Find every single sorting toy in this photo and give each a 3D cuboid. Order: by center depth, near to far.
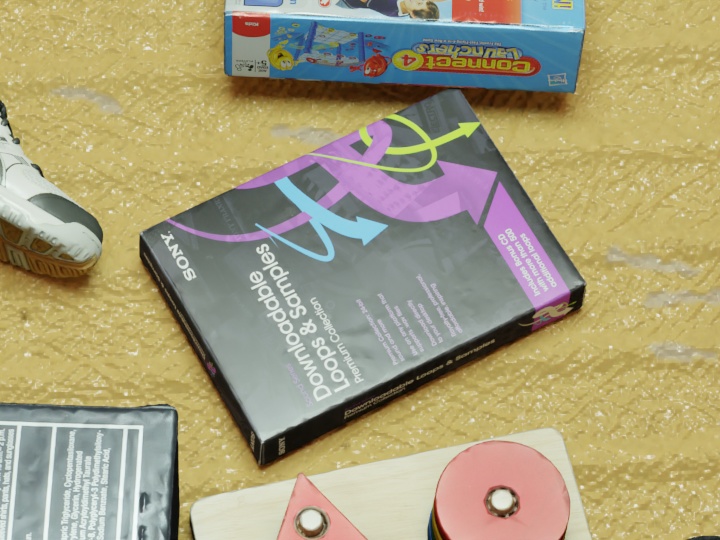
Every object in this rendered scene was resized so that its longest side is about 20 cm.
[{"bbox_3d":[0.030,0.178,1.402,0.199,0.070,0.199,-11,64,-7],"label":"sorting toy"}]

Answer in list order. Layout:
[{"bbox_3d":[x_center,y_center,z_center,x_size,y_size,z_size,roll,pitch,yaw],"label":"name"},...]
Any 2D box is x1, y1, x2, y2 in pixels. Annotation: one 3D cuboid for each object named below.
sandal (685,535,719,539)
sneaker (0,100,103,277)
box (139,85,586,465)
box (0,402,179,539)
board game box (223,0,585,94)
[{"bbox_3d":[0.185,0.225,1.405,0.075,0.045,0.200,5,49,-6],"label":"sandal"},{"bbox_3d":[-0.212,-0.074,1.516,0.200,0.076,0.088,31,67,12],"label":"sneaker"},{"bbox_3d":[0.000,0.000,1.509,0.200,0.036,0.143,-27,67,-14],"label":"box"},{"bbox_3d":[-0.190,0.174,1.366,0.198,0.123,0.200,3,62,-2],"label":"box"},{"bbox_3d":[0.026,-0.196,1.580,0.195,0.056,0.200,3,54,-1],"label":"board game box"}]
